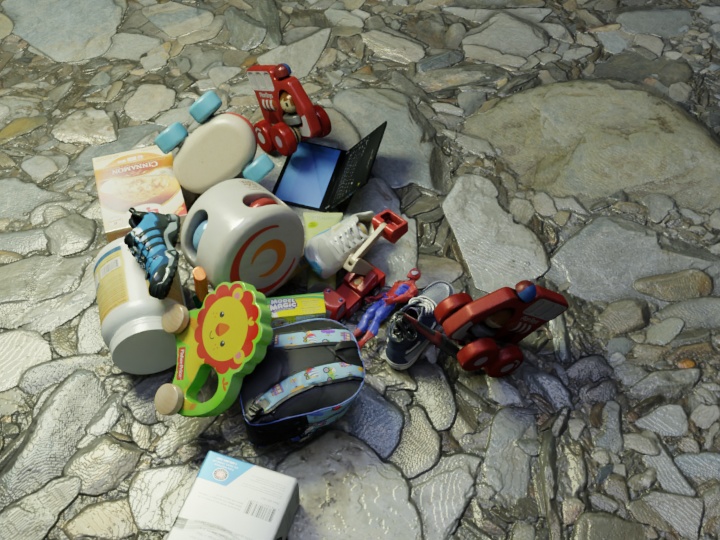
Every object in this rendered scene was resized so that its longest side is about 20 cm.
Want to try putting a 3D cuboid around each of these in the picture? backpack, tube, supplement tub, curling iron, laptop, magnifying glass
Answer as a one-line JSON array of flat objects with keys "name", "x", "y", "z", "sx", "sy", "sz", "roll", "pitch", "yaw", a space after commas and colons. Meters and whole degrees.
[{"name": "backpack", "x": -0.095, "y": 0.173, "z": 1.328, "sx": 0.199, "sy": 0.135, "sz": 0.183, "roll": -13, "pitch": 53, "yaw": -10}, {"name": "tube", "x": -0.072, "y": -0.037, "z": 1.551, "sx": 0.058, "sy": 0.052, "sz": 0.201, "roll": 32, "pitch": 39, "yaw": -31}, {"name": "supplement tub", "x": -0.367, "y": 0.057, "z": 1.411, "sx": 0.144, "sy": 0.145, "sz": 0.201, "roll": -13, "pitch": 53, "yaw": -10}, {"name": "curling iron", "x": 0.122, "y": 0.122, "z": 1.373, "sx": 0.199, "sy": 0.025, "sz": 0.050, "roll": 30, "pitch": 66, "yaw": -30}, {"name": "laptop", "x": -0.062, "y": -0.216, "z": 1.654, "sx": 0.103, "sy": 0.200, "sz": 0.178, "roll": 35, "pitch": 50, "yaw": -22}, {"name": "magnifying glass", "x": -0.257, "y": 0.051, "z": 1.383, "sx": 0.022, "sy": 0.200, "sz": 0.080, "roll": -25, "pitch": 67, "yaw": -16}]

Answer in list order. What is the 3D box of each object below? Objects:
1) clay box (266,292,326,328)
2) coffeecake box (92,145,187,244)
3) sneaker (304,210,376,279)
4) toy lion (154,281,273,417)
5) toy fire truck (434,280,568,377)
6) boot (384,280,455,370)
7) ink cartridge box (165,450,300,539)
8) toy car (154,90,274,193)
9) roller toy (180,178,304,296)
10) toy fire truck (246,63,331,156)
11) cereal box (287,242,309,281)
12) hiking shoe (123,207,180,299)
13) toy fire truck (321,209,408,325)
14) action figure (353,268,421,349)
[{"name": "clay box", "x": -0.156, "y": 0.096, "z": 1.402, "sx": 0.198, "sy": 0.115, "sz": 0.048, "roll": -4, "pitch": 51, "yaw": -5}, {"name": "coffeecake box", "x": -0.419, "y": -0.138, "z": 1.611, "sx": 0.152, "sy": 0.073, "sz": 0.201, "roll": -14, "pitch": 54, "yaw": -12}, {"name": "sneaker", "x": -0.032, "y": -0.053, "z": 1.493, "sx": 0.077, "sy": 0.081, "sz": 0.200, "roll": 53, "pitch": 34, "yaw": -7}, {"name": "toy lion", "x": -0.215, "y": 0.119, "z": 1.270, "sx": 0.191, "sy": 0.069, "sz": 0.201, "roll": -7, "pitch": 74, "yaw": 32}, {"name": "toy fire truck", "x": 0.228, "y": 0.076, "z": 1.352, "sx": 0.168, "sy": 0.199, "sz": 0.113, "roll": -41, "pitch": 56, "yaw": 23}, {"name": "boot", "x": 0.108, "y": 0.074, "z": 1.436, "sx": 0.072, "sy": 0.091, "sz": 0.200, "roll": 23, "pitch": 55, "yaw": 17}, {"name": "ink cartridge box", "x": -0.188, "y": 0.381, "z": 1.197, "sx": 0.144, "sy": 0.084, "sz": 0.201, "roll": 15, "pitch": 53, "yaw": 11}, {"name": "toy car", "x": -0.268, "y": -0.240, "z": 1.640, "sx": 0.177, "sy": 0.185, "sz": 0.200, "roll": -38, "pitch": 11, "yaw": 15}, {"name": "roller toy", "x": -0.197, "y": -0.054, "z": 1.401, "sx": 0.200, "sy": 0.183, "sz": 0.140, "roll": -41, "pitch": 55, "yaw": -15}, {"name": "toy fire truck", "x": -0.154, "y": -0.331, "z": 1.684, "sx": 0.112, "sy": 0.169, "sz": 0.200, "roll": -32, "pitch": 26, "yaw": -23}, {"name": "cereal box", "x": -0.194, "y": -0.045, "z": 1.534, "sx": 0.144, "sy": 0.040, "sz": 0.200, "roll": -37, "pitch": 54, "yaw": -11}, {"name": "hiking shoe", "x": -0.340, "y": -0.025, "z": 1.351, "sx": 0.086, "sy": 0.075, "sz": 0.200, "roll": 12, "pitch": 32, "yaw": -20}, {"name": "toy fire truck", "x": 0.000, "y": 0.000, "z": 1.461, "sx": 0.049, "sy": 0.141, "sz": 0.200, "roll": 35, "pitch": 59, "yaw": 24}, {"name": "action figure", "x": 0.040, "y": 0.061, "z": 1.466, "sx": 0.200, "sy": 0.052, "sz": 0.065, "roll": -41, "pitch": 22, "yaw": -29}]
